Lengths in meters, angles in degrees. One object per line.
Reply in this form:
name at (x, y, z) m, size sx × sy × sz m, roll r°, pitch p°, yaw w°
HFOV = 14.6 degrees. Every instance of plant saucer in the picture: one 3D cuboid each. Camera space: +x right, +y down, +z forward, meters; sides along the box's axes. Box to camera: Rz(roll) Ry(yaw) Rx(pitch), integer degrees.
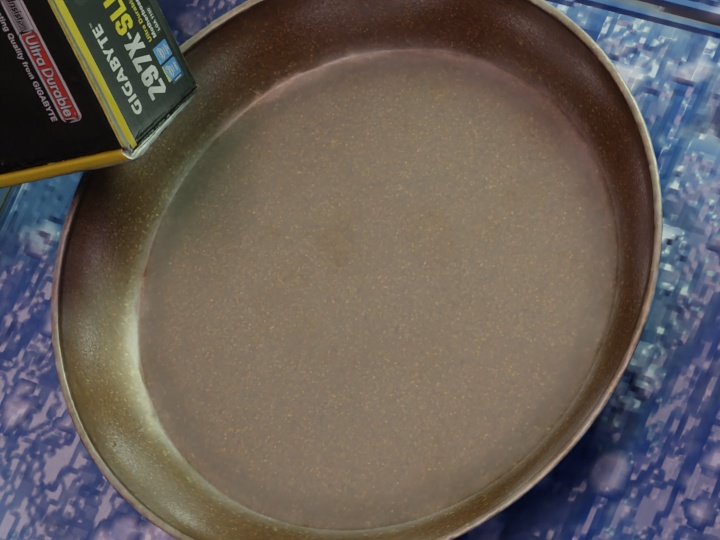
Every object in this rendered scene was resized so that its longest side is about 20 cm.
plant saucer at (0.000, 0.000, 0.867) m, size 0.200 × 0.032 × 0.201 m, roll -8°, pitch 67°, yaw 19°

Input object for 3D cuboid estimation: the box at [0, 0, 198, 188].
box at (-0.162, -0.117, 0.877) m, size 0.160 × 0.200 × 0.049 m, roll -8°, pitch 27°, yaw 37°
